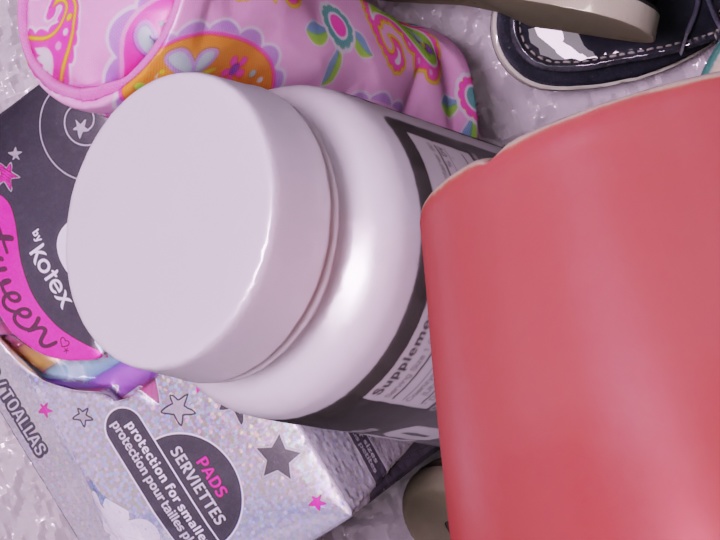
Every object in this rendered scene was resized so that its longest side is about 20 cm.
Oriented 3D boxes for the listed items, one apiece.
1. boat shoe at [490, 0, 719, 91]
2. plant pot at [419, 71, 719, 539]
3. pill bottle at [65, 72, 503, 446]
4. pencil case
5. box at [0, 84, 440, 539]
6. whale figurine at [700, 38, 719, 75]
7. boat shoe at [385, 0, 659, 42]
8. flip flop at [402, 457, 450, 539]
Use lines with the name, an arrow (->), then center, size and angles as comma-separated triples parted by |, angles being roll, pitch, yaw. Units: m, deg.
boat shoe -> 0.140, -0.124, 0.831 | 0.199, 0.062, 0.075 | -19, 93, 17
plant pot -> 0.108, 0.045, 0.650 | 0.199, 0.200, 0.179 | -20, 78, 16
pill bottle -> 0.000, 0.000, 0.755 | 0.113, 0.199, 0.115 | -10, 75, 39
pencil case -> -0.035, -0.077, 0.807 | 0.087, 0.199, 0.088 | -9, 74, 35
box -> -0.072, 0.021, 0.861 | 0.114, 0.132, 0.201 | -34, 87, 23
whale figurine -> 0.158, -0.148, 0.751 | 0.158, 0.104, 0.201 | 0, 108, -20
boat shoe -> 0.023, -0.134, 0.820 | 0.200, 0.074, 0.064 | 11, 89, 21
flip flop -> 0.070, 0.112, 0.820 | 0.200, 0.057, 0.081 | 2, 122, 57
